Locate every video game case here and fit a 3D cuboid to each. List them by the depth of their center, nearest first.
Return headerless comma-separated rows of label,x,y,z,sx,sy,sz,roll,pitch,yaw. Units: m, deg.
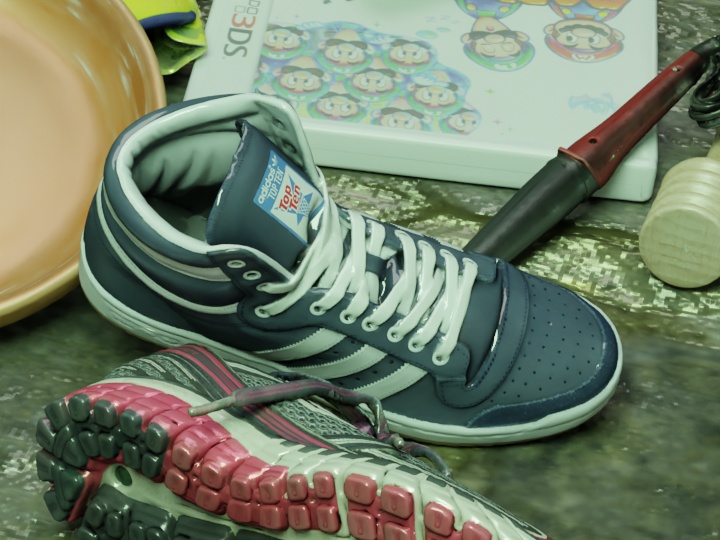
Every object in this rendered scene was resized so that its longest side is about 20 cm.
video game case,0.031,-0.097,1.128,0.200,0.024,0.182,7,35,2

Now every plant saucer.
plant saucer,-0.174,-0.052,0.976,0.200,0.037,0.200,2,56,-4

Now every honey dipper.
honey dipper,0.157,-0.056,1.076,0.038,0.038,0.200,14,33,13

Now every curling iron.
curling iron,0.095,-0.042,1.020,0.200,0.026,0.050,-35,22,-26

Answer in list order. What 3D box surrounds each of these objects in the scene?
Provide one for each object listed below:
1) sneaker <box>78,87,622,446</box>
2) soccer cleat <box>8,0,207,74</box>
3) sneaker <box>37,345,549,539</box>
sneaker,0.000,0.000,0.882,0.200,0.109,0.070,14,64,0
soccer cleat,-0.096,-0.116,1.109,0.084,0.065,0.200,20,39,10
sneaker,-0.006,0.072,0.815,0.200,0.081,0.075,24,35,26
